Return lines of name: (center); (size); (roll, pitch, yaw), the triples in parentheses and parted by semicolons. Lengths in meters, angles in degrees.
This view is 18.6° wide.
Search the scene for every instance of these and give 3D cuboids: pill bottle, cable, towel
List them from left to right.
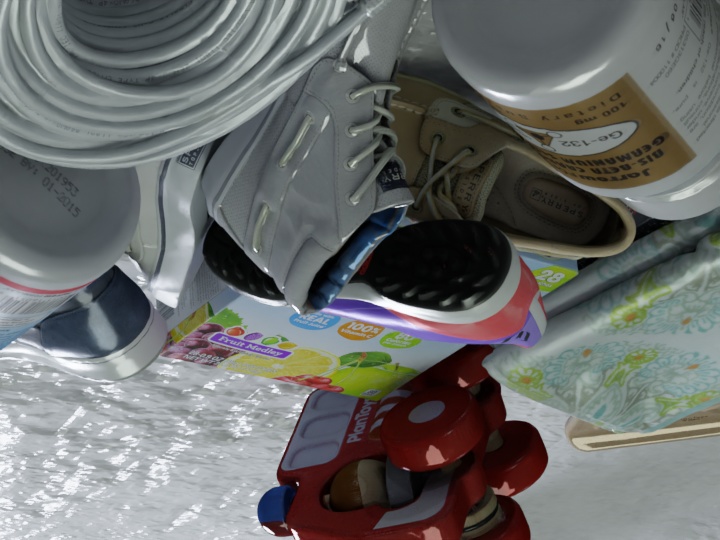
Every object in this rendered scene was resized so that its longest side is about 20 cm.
pill bottle: (-0.199, -0.009, 1.052); (0.108, 0.109, 0.200); (13, 150, -35)
cable: (-0.092, -0.134, 0.926); (0.200, 0.069, 0.200); (-42, 139, 16)
pill bottle: (0.124, -0.099, 1.065); (0.114, 0.115, 0.200); (-18, 154, 21)
towel: (0.195, 0.035, 1.335); (0.199, 0.048, 0.171); (-29, 146, 29)

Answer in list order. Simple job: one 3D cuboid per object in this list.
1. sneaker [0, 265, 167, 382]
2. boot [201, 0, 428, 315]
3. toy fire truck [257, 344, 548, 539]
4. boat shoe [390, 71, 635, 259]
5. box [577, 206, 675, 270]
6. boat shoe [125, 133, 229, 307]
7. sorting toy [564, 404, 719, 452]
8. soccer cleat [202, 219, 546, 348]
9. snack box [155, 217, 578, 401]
sneaker: (-0.216, -0.013, 1.210); (0.201, 0.077, 0.146); (3, 141, 32)
boot: (0.002, -0.071, 1.055); (0.073, 0.096, 0.200); (-13, 145, -46)
toy fire truck: (0.021, 0.125, 1.427); (0.167, 0.200, 0.113); (-14, 116, 22)
boat shoe: (0.051, -0.052, 1.148); (0.199, 0.073, 0.065); (18, -169, -17)
box: (0.181, -0.006, 1.361); (0.136, 0.038, 0.200); (12, 149, -35)
boat shoe: (-0.112, -0.039, 1.190); (0.065, 0.072, 0.200); (24, 164, 3)
sorting toy: (0.239, 0.083, 1.539); (0.184, 0.037, 0.200); (-7, 165, -1)
soccer cleat: (0.005, 0.004, 1.148); (0.199, 0.068, 0.073); (8, 155, 35)
snack box: (0.000, 0.000, 1.294); (0.168, 0.068, 0.200); (13, 146, -35)
